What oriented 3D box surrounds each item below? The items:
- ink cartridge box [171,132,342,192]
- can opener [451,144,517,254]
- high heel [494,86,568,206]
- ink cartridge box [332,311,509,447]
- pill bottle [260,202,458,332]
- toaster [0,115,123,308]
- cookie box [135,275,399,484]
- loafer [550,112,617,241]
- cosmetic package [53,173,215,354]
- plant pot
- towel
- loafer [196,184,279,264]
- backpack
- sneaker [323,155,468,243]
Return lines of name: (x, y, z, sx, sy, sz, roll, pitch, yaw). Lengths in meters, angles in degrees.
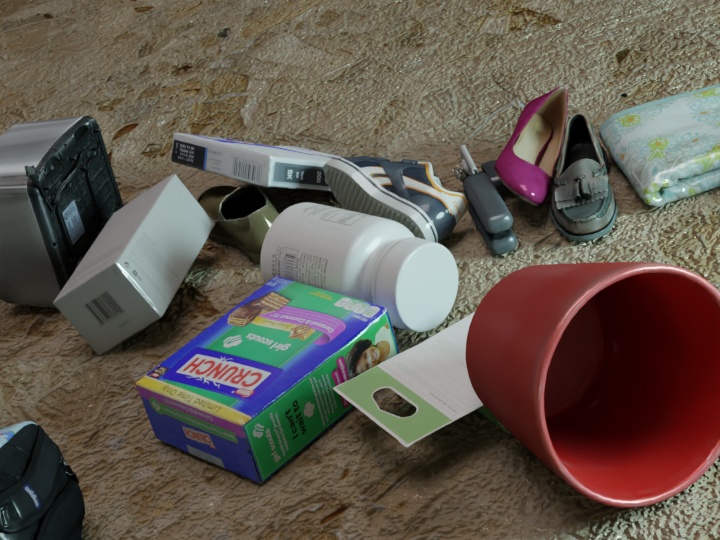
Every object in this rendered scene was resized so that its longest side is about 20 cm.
ink cartridge box: (-0.096, -0.128, 2.019, 0.199, 0.044, 0.197, 2, 10, -42)
can opener: (0.143, -0.084, 1.826, 0.066, 0.053, 0.200, -15, 28, 2)
high heel: (0.198, -0.142, 1.837, 0.096, 0.067, 0.200, -54, 15, 21)
ink cartridge box: (0.095, 0.104, 1.519, 0.199, 0.048, 0.145, -29, 29, -18)
pill bottle: (0.000, 0.000, 1.693, 0.114, 0.115, 0.199, -37, 33, -31)
toaster: (-0.372, -0.078, 1.971, 0.117, 0.202, 0.181, -2, 32, 20)
cookie box: (-0.088, 0.101, 1.607, 0.170, 0.076, 0.200, 15, 43, 45)
loafer: (0.235, -0.103, 1.791, 0.071, 0.063, 0.201, -11, 28, 12)
cosmetic package: (-0.252, -0.010, 1.868, 0.107, 0.085, 0.201, -30, 19, 30)
plant pot: (0.188, 0.078, 1.377, 0.199, 0.202, 0.177, -28, 20, -18)
towel: (0.375, -0.147, 1.805, 0.198, 0.049, 0.172, -19, 27, -1)
loafer: (-0.138, -0.070, 1.954, 0.076, 0.068, 0.200, -30, 30, -21)
backpack: (-0.312, 0.215, 1.444, 0.153, 0.164, 0.200, -23, 18, 25)
sneaker: (0.041, -0.085, 1.865, 0.079, 0.079, 0.200, -35, 43, -21)
